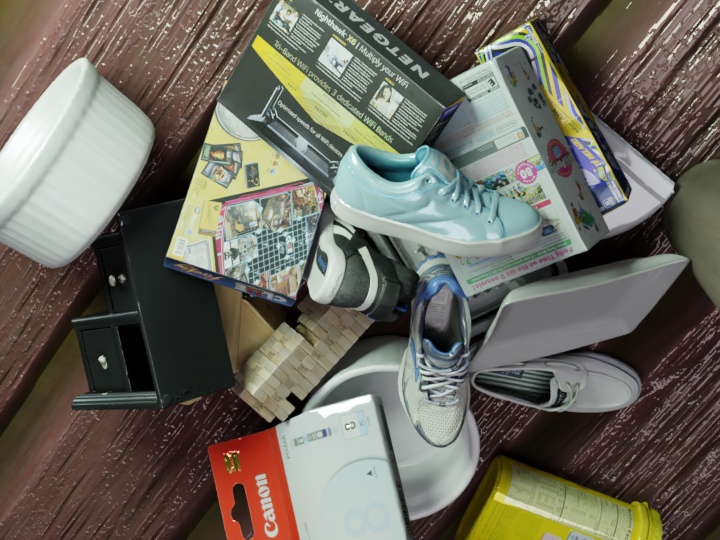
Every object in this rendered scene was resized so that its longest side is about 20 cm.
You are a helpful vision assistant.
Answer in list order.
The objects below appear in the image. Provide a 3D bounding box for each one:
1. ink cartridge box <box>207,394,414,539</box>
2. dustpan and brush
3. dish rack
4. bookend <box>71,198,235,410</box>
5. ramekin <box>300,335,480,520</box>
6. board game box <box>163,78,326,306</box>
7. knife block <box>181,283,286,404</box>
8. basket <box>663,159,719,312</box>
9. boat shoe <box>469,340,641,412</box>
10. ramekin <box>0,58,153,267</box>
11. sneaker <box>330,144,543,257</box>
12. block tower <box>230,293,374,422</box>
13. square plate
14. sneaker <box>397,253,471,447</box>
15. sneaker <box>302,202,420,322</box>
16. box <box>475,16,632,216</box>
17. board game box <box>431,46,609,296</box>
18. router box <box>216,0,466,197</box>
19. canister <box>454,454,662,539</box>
[{"bbox_3d":[-0.057,0.232,1.544,0.199,0.047,0.161,-16,76,9],"label":"ink cartridge box"},{"bbox_3d":[0.212,-0.061,1.546,0.139,0.057,0.200,40,105,-3],"label":"dustpan and brush"},{"bbox_3d":[0.107,-0.038,1.538,0.171,0.044,0.200,-27,101,24],"label":"dish rack"},{"bbox_3d":[-0.239,0.039,1.549,0.198,0.092,0.201,-6,96,52],"label":"bookend"},{"bbox_3d":[0.031,0.169,1.635,0.200,0.098,0.201,1,115,2],"label":"ramekin"},{"bbox_3d":[-0.103,-0.078,1.485,0.135,0.201,0.035,18,160,-6],"label":"board game box"},{"bbox_3d":[-0.171,0.025,1.595,0.200,0.064,0.176,-36,108,18],"label":"knife block"},{"bbox_3d":[0.389,-0.032,1.450,0.136,0.200,0.181,28,101,-21],"label":"basket"},{"bbox_3d":[0.210,0.129,1.623,0.199,0.067,0.074,7,116,0],"label":"boat shoe"},{"bbox_3d":[-0.292,-0.100,1.463,0.098,0.201,0.200,36,113,-22],"label":"ramekin"},{"bbox_3d":[0.074,-0.069,1.354,0.199,0.074,0.082,9,133,-3],"label":"sneaker"},{"bbox_3d":[-0.048,0.070,1.567,0.200,0.054,0.058,-49,124,-6],"label":"block tower"},{"bbox_3d":[0.214,0.041,1.519,0.199,0.029,0.198,-12,159,-14],"label":"square plate"},{"bbox_3d":[0.077,0.088,1.504,0.077,0.085,0.201,-2,102,-1],"label":"sneaker"},{"bbox_3d":[0.000,0.000,1.503,0.112,0.200,0.073,21,109,-15],"label":"sneaker"},{"bbox_3d":[0.192,-0.145,1.461,0.064,0.070,0.200,-29,95,19],"label":"box"},{"bbox_3d":[0.127,-0.093,1.433,0.147,0.064,0.200,-22,97,36],"label":"board game box"},{"bbox_3d":[-0.021,-0.165,1.418,0.200,0.052,0.157,41,125,8],"label":"router box"},{"bbox_3d":[0.223,0.307,1.700,0.199,0.087,0.149,22,115,-6],"label":"canister"}]
